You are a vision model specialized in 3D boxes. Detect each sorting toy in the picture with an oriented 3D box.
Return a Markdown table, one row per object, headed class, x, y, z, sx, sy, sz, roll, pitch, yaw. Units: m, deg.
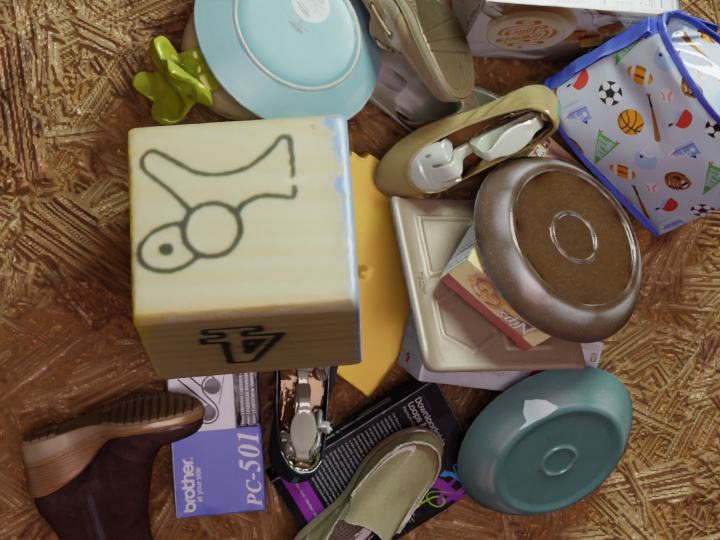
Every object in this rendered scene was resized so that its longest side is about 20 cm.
| class | x | y | z | sx | sy | sz | roll | pitch | yaw |
| --- | --- | --- | --- | --- | --- | --- | --- | --- | --- |
| sorting toy | 0.124 | 0.016 | 1.678 | 0.200 | 0.036 | 0.185 | 2 | 65 | -30 |

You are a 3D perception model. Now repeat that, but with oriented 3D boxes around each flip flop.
| class | x | y | z | sx | sy | sz | roll | pitch | yaw |
| --- | --- | --- | --- | --- | --- | --- | --- | --- | --- |
| flip flop | 0.076 | -0.169 | 1.684 | 0.200 | 0.058 | 0.081 | 30 | 91 | -14 |

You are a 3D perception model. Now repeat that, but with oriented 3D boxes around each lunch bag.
| class | x | y | z | sx | sy | sz | roll | pitch | yaw |
| --- | --- | --- | --- | --- | --- | --- | --- | --- | --- |
| lunch bag | 0.302 | -0.156 | 1.662 | 0.200 | 0.170 | 0.124 | 40 | 48 | -21 |

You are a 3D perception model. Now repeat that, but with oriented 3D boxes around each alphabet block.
| class | x | y | z | sx | sy | sz | roll | pitch | yaw |
| --- | --- | --- | --- | --- | --- | --- | --- | --- | --- |
| alphabet block | -0.104 | -0.018 | 1.557 | 0.200 | 0.196 | 0.196 | -3 | 69 | 0 |

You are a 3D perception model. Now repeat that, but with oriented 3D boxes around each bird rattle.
| class | x | y | z | sx | sy | sz | roll | pitch | yaw |
| --- | --- | --- | --- | --- | --- | --- | --- | --- | --- |
| bird rattle | -0.110 | -0.191 | 1.625 | 0.200 | 0.113 | 0.163 | 20 | 79 | -17 |

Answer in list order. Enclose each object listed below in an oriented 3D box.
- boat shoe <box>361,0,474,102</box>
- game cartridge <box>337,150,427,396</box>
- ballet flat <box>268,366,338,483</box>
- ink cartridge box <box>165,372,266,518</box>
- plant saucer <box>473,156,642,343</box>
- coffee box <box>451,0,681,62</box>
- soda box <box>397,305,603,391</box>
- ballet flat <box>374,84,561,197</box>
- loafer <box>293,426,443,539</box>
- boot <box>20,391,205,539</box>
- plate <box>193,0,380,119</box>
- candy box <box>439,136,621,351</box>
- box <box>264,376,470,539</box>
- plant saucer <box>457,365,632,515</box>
| class | x | y | z | sx | sy | sz | roll | pitch | yaw |
| --- | --- | --- | --- | --- | --- | --- | --- | --- | --- |
| boat shoe | 0.045 | -0.244 | 1.636 | 0.071 | 0.065 | 0.200 | -11 | 71 | -50 |
| game cartridge | 0.000 | 0.000 | 1.715 | 0.176 | 0.032 | 0.200 | 38 | 88 | -15 |
| ballet flat | -0.055 | 0.111 | 1.655 | 0.073 | 0.073 | 0.200 | 4 | 90 | -13 |
| ink cartridge box | -0.148 | 0.145 | 1.699 | 0.094 | 0.044 | 0.200 | -4 | 101 | -10 |
| plant saucer | 0.201 | -0.027 | 1.632 | 0.200 | 0.032 | 0.200 | 15 | 61 | -27 |
| coffee box | 0.201 | -0.265 | 1.657 | 0.200 | 0.114 | 0.080 | 2 | 70 | -13 |
| soda box | 0.144 | 0.085 | 1.725 | 0.200 | 0.064 | 0.068 | 9 | 101 | -22 |
| ballet flat | 0.104 | -0.121 | 1.644 | 0.200 | 0.063 | 0.069 | -28 | 118 | 11 |
| loafer | 0.014 | 0.244 | 1.692 | 0.076 | 0.067 | 0.200 | 39 | 94 | -26 |
| boot | -0.227 | 0.215 | 1.672 | 0.200 | 0.072 | 0.167 | -15 | 111 | 10 |
| plate | -0.064 | -0.231 | 1.608 | 0.200 | 0.026 | 0.200 | 10 | 67 | -25 |
| candy box | 0.172 | -0.031 | 1.672 | 0.115 | 0.055 | 0.200 | 40 | 51 | -10 |
| box | 0.020 | 0.212 | 1.740 | 0.200 | 0.036 | 0.143 | -31 | 115 | -4 |
| plant saucer | 0.199 | 0.187 | 1.739 | 0.200 | 0.036 | 0.200 | -12 | 129 | -16 |
